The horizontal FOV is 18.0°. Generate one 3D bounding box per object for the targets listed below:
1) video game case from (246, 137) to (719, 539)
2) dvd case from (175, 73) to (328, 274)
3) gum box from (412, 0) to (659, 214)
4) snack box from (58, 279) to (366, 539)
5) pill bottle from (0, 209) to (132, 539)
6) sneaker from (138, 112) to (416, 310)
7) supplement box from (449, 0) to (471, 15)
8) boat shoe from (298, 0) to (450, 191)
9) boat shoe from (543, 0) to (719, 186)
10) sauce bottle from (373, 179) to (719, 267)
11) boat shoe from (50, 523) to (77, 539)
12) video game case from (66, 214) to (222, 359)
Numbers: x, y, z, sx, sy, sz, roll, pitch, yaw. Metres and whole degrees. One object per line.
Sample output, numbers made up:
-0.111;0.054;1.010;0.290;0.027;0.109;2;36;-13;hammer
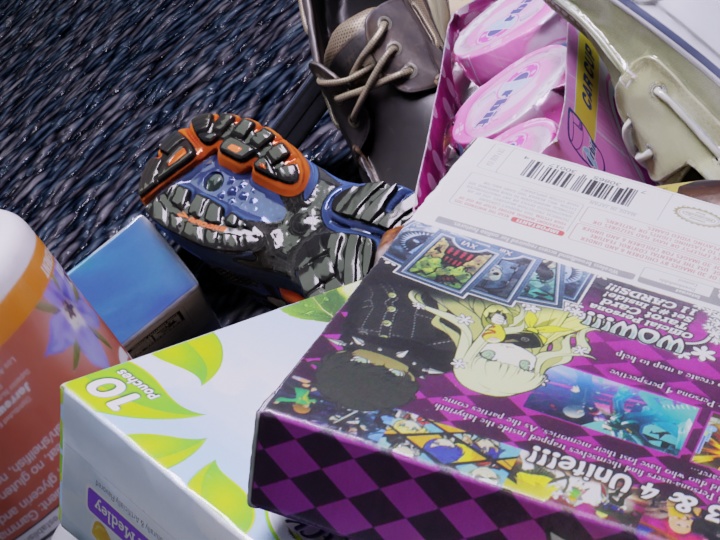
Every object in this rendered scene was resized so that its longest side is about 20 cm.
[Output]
0.094;0.037;0.622;0.199;0.036;0.181;17;31;13;video game case
-0.048;-0.058;1.176;0.143;0.018;0.200;-55;6;-29;dvd case
0.083;-0.031;0.882;0.066;0.114;0.200;-28;22;21;gum box
0.028;0.077;0.627;0.142;0.053;0.200;-20;39;-37;snack box
-0.109;0.087;0.810;0.112;0.200;0.112;-30;22;13;pill bottle
0.000;0.000;0.943;0.200;0.078;0.075;34;83;33;sneaker
0.099;-0.112;1.089;0.199;0.074;0.126;-16;29;43;supplement box
0.009;-0.082;1.015;0.074;0.073;0.201;-42;42;19;boat shoe
0.124;-0.053;0.796;0.062;0.072;0.200;-49;62;5;boat shoe
0.105;0.004;0.742;0.198;0.066;0.066;-5;30;15;sauce bottle
-0.084;0.152;0.745;0.201;0.068;0.057;-66;25;20;boat shoe
-0.154;0.068;1.032;0.200;0.046;0.181;-39;-10;-6;video game case
